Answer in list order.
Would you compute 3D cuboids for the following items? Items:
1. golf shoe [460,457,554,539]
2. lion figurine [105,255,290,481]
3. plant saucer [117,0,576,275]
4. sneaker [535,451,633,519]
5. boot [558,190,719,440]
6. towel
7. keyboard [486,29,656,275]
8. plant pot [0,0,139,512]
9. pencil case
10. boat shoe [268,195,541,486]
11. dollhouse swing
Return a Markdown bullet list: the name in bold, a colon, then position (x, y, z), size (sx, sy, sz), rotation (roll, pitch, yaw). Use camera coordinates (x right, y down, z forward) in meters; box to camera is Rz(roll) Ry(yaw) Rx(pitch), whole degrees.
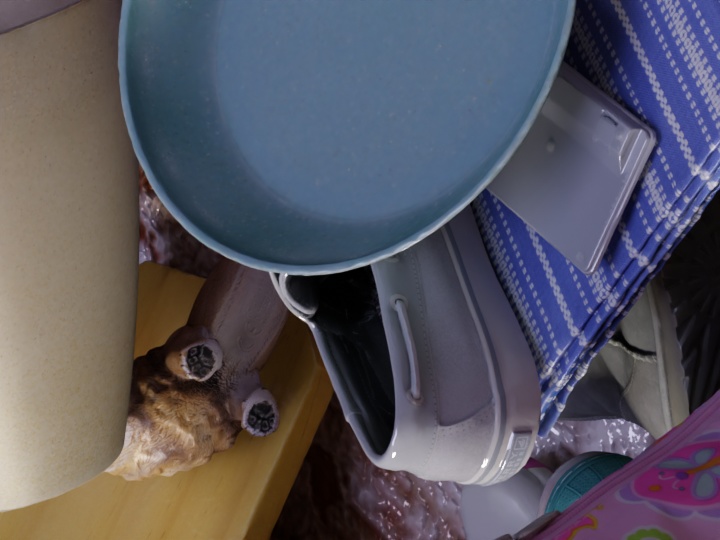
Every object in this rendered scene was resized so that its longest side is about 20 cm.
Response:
- **golf shoe**: position (0.078, 0.171, 1.088), size (0.075, 0.091, 0.200), rotation (-41, 68, 51)
- **lion figurine**: position (-0.051, 0.009, 1.193), size (0.072, 0.200, 0.122), rotation (37, 172, -13)
- **plant saucer**: position (0.000, -0.093, 0.979), size (0.200, 0.036, 0.201), rotation (-9, 74, 33)
- **sneaker**: position (0.124, 0.165, 1.017), size (0.080, 0.071, 0.201), rotation (-1, 107, 68)
- **boot**: position (0.075, -0.013, 1.061), size (0.200, 0.072, 0.182), rotation (20, 115, 55)
- **towel**: position (0.077, -0.047, 0.977), size (0.200, 0.024, 0.145), rotation (-57, 43, 40)
- **keyboard**: position (0.040, -0.070, 0.993), size (0.200, 0.011, 0.056), rotation (44, 123, 46)
- **plant pot**: position (-0.166, -0.008, 1.112), size (0.187, 0.187, 0.201), rotation (8, 116, 50)
- **pencil case**: position (0.115, 0.092, 0.926), size (0.087, 0.200, 0.088), rotation (36, 144, 32)
- **boat shoe**: position (0.000, 0.000, 1.011), size (0.072, 0.068, 0.200), rotation (-57, 42, 41)
- **dollhouse swing**: position (-0.064, 0.126, 1.299), size (0.200, 0.176, 0.182), rotation (16, 155, 48)
